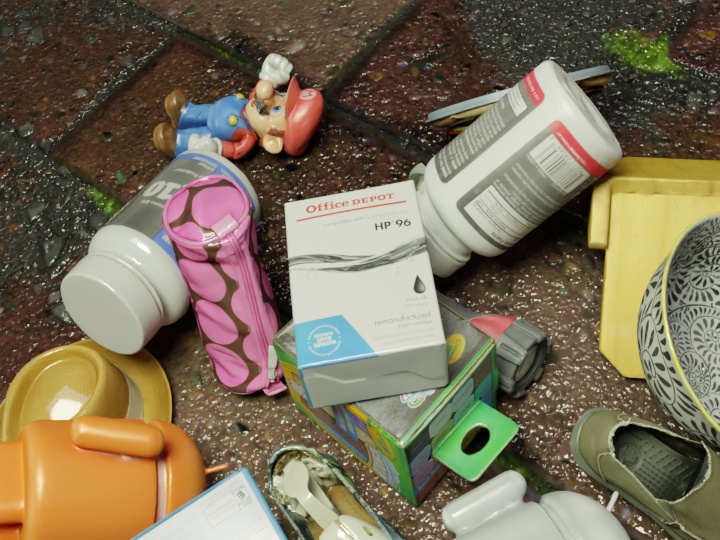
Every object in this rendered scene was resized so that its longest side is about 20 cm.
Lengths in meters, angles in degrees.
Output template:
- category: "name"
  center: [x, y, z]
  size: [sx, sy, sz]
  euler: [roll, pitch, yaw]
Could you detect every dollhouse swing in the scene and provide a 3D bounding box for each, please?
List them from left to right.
- category: "dollhouse swing"
  center: [0.315, -0.006, 0.872]
  size: [0.196, 0.179, 0.182]
  euler: [3, 14, 13]

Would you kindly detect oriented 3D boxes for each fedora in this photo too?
- category: "fedora"
  center: [-0.274, 0.136, 0.851]
  size: [0.197, 0.082, 0.203]
  euler: [-5, 55, 8]

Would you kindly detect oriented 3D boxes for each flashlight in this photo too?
- category: "flashlight"
  center: [0.083, 0.041, 0.868]
  size: [0.199, 0.068, 0.068]
  euler: [33, 61, 34]

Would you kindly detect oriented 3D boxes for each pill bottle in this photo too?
- category: "pill bottle"
  center: [-0.192, -0.020, 0.899]
  size: [0.112, 0.115, 0.201]
  euler: [16, 45, 20]
- category: "pill bottle"
  center: [0.128, -0.084, 0.838]
  size: [0.199, 0.110, 0.112]
  euler: [-39, 50, 24]

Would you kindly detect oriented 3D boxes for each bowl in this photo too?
- category: "bowl"
  center: [0.290, 0.064, 0.741]
  size: [0.197, 0.094, 0.204]
  euler: [10, 67, -23]

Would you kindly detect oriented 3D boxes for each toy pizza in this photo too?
- category: "toy pizza"
  center: [0.164, -0.169, 0.946]
  size: [0.197, 0.200, 0.032]
  euler: [-15, 96, 0]

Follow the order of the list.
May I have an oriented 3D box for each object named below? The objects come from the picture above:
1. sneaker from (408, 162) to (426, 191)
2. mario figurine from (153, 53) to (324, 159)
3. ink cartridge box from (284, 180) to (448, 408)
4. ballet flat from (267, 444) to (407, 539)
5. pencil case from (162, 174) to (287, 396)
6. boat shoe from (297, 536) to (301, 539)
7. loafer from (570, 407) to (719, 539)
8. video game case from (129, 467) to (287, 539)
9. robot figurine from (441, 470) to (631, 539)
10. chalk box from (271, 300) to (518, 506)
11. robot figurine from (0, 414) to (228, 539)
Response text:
- category: "sneaker"
  center: [0.155, -0.086, 0.940]
  size: [0.197, 0.074, 0.090]
  euler: [-19, 64, 5]
- category: "mario figurine"
  center: [-0.137, -0.183, 1.029]
  size: [0.196, 0.106, 0.126]
  euler: [-3, 89, 17]
- category: "ink cartridge box"
  center: [0.000, 0.000, 0.753]
  size: [0.114, 0.068, 0.203]
  euler: [-10, 54, 1]
- category: "ballet flat"
  center: [-0.018, 0.197, 0.692]
  size: [0.074, 0.075, 0.199]
  euler: [-36, 35, -15]
- category: "pencil case"
  center: [-0.114, 0.019, 0.831]
  size: [0.090, 0.202, 0.094]
  euler: [-24, 40, -12]
- category: "boat shoe"
  center: [-0.027, 0.275, 0.721]
  size: [0.073, 0.065, 0.205]
  euler: [-1, 56, 10]
- category: "loafer"
  center: [0.257, 0.173, 0.709]
  size: [0.197, 0.070, 0.076]
  euler: [26, 80, 5]
- category: "video game case"
  center: [-0.097, 0.266, 0.674]
  size: [0.142, 0.018, 0.201]
  euler: [-30, 63, -12]
- category: "robot figurine"
  center: [0.126, 0.240, 0.688]
  size: [0.197, 0.113, 0.172]
  euler: [-24, 71, -7]
- category: "chalk box"
  center: [0.041, 0.104, 0.793]
  size: [0.199, 0.125, 0.124]
  euler: [36, 67, 28]
- category: "robot figurine"
  center: [-0.212, 0.180, 0.752]
  size: [0.197, 0.147, 0.116]
  euler: [4, 8, -28]
